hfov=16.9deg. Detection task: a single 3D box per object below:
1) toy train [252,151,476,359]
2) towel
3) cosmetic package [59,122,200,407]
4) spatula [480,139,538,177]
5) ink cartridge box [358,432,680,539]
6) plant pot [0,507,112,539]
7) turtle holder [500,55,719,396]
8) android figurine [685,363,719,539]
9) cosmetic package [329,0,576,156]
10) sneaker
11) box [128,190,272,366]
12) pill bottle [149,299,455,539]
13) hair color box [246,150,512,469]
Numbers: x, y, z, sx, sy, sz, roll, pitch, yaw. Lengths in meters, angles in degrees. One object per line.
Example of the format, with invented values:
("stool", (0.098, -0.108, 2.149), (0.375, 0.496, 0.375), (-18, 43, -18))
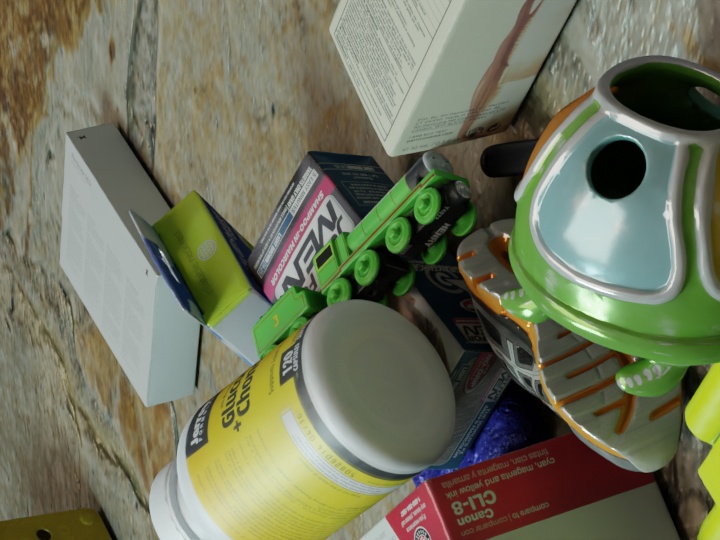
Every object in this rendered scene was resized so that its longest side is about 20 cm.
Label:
("toy train", (0.000, 0.000, 1.490), (0.200, 0.042, 0.057), (-46, 44, 33))
("towel", (0.048, 0.078, 1.595), (0.200, 0.049, 0.148), (59, 151, 34))
("cosmetic package", (-0.198, -0.006, 2.081), (0.200, 0.051, 0.151), (54, 150, 39))
("spatula", (0.116, -0.068, 1.399), (0.200, 0.020, 0.057), (174, 95, -68))
("ink cartridge box", (0.110, 0.216, 1.420), (0.201, 0.144, 0.145), (68, 154, 15))
("plant pot", (-0.317, 0.347, 2.382), (0.200, 0.199, 0.177), (58, 139, 35))
("turtle holder", (0.158, -0.021, 1.193), (0.186, 0.140, 0.132), (50, 144, 46))
("android figurine", (0.230, 0.119, 1.237), (0.183, 0.041, 0.200), (64, 155, 25))
("cosmetic package", (0.059, -0.165, 1.392), (0.104, 0.087, 0.200), (67, 155, 22))
("sneaker", (0.125, 0.051, 1.399), (0.200, 0.078, 0.078), (-125, 18, -45))
("box", (-0.069, 0.030, 1.680), (0.200, 0.048, 0.122), (44, -172, -43))
("pill bottle", (-0.042, 0.109, 1.473), (0.200, 0.112, 0.113), (-39, 66, 40))
("hair color box", (0.013, 0.023, 1.546), (0.200, 0.060, 0.100), (52, 124, 37))
